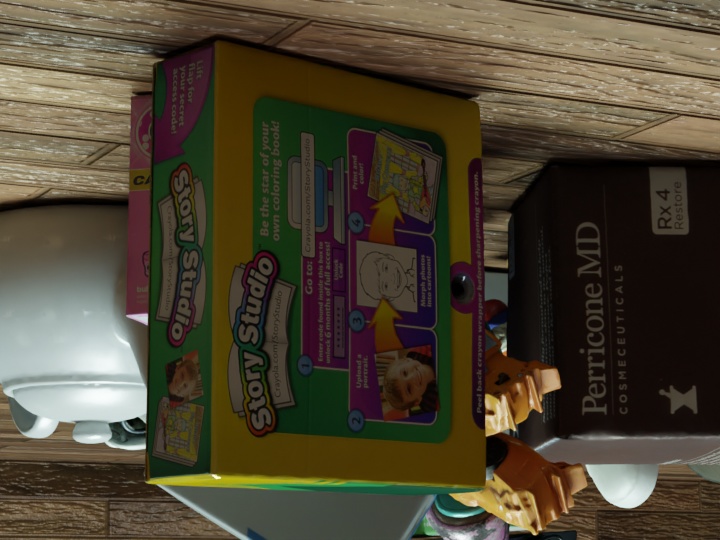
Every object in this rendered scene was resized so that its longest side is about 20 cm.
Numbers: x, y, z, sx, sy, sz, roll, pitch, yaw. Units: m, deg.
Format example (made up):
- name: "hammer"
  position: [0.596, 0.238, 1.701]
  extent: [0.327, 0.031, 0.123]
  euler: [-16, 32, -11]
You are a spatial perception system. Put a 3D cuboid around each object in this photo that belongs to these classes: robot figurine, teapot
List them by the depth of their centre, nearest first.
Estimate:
- name: "robot figurine"
  position: [0.045, 0.073, 1.132]
  extent: [0.058, 0.146, 0.200]
  euler: [-30, -148, -23]
- name: "teapot"
  position: [-0.182, 0.043, 1.292]
  extent: [0.196, 0.147, 0.200]
  euler: [-2, 171, 12]

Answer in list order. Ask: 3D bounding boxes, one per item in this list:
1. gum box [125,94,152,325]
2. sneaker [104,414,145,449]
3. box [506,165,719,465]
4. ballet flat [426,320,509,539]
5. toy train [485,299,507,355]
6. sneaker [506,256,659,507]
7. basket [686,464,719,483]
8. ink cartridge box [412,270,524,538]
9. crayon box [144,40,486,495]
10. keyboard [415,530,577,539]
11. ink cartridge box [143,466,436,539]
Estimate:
- name: "gum box"
  position: [-0.062, -0.017, 1.049]
  extent: [0.066, 0.114, 0.200]
  euler: [-3, 169, 14]
- name: "sneaker"
  position: [-0.176, 0.090, 1.405]
  extent: [0.200, 0.071, 0.073]
  euler: [10, 148, 51]
- name: "box"
  position: [0.201, 0.033, 1.190]
  extent: [0.199, 0.167, 0.164]
  euler: [0, 169, -6]
- name: "ballet flat"
  position: [0.065, 0.113, 1.246]
  extent: [0.069, 0.201, 0.071]
  euler: [-7, 131, 3]
- name: "toy train"
  position: [0.129, 0.080, 1.409]
  extent: [0.084, 0.116, 0.200]
  euler: [3, -160, 38]
- name: "sneaker"
  position: [0.141, 0.069, 1.305]
  extent: [0.084, 0.201, 0.073]
  euler: [5, 145, -29]
- name: "basket"
  position: [0.275, 0.063, 1.444]
  extent: [0.136, 0.181, 0.200]
  euler: [44, -172, 33]
- name: "ink cartridge box"
  position: [0.066, 0.107, 1.510]
  extent: [0.087, 0.201, 0.145]
  euler: [2, 169, -32]
- name: "crayon box"
  position: [-0.019, 0.005, 0.933]
  extent: [0.172, 0.201, 0.058]
  euler: [8, 167, -40]
- name: "keyboard"
  position: [0.077, 0.226, 1.494]
  extent: [0.199, 0.040, 0.104]
  euler: [0, 171, -31]
- name: "ink cartridge box"
  position: [-0.047, 0.123, 1.128]
  extent: [0.144, 0.085, 0.200]
  euler: [32, 173, -2]
